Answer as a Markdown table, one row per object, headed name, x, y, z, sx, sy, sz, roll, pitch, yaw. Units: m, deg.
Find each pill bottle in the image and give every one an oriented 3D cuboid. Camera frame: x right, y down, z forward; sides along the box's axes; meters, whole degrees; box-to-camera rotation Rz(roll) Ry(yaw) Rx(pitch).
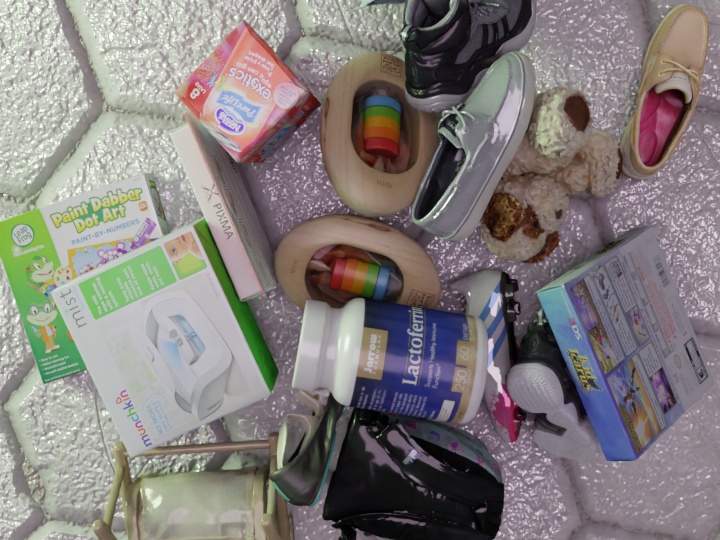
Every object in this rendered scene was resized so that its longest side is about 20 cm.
| name | x | y | z | sx | sy | sz | roll | pitch | yaw |
| --- | --- | --- | --- | --- | --- | --- | --- | --- | --- |
| pill bottle | 0.030 | 0.093 | 0.933 | 0.196 | 0.116 | 0.118 | 9 | 96 | -4 |

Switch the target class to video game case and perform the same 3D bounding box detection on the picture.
| name | x | y | z | sx | sy | sz | roll | pitch | yaw |
| --- | --- | --- | --- | --- | --- | --- | --- | --- | --- |
| video game case | 0.297 | 0.077 | 0.962 | 0.180 | 0.045 | 0.203 | -27 | 95 | -38 |

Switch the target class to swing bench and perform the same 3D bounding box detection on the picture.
| name | x | y | z | sx | sy | sz | roll | pitch | yaw |
| --- | --- | --- | --- | --- | --- | --- | --- | --- | --- |
| swing bench | -0.180 | 0.308 | 1.002 | 0.195 | 0.131 | 0.203 | -3 | 125 | 1 |

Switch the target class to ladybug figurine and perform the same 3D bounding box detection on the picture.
| name | x | y | z | sx | sy | sz | roll | pitch | yaw |
| --- | --- | --- | --- | --- | --- | --- | --- | --- | --- |
| ladybug figurine | 0.016 | -0.147 | 0.956 | 0.133 | 0.072 | 0.203 | 14 | 65 | -15 |
| ladybug figurine | 0.000 | 0.000 | 0.994 | 0.197 | 0.072 | 0.138 | 18 | 113 | -6 |

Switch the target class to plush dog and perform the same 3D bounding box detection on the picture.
| name | x | y | z | sx | sy | sz | roll | pitch | yaw |
| --- | --- | --- | --- | --- | --- | --- | --- | --- | --- |
| plush dog | 0.181 | -0.096 | 0.955 | 0.159 | 0.199 | 0.175 | 16 | 86 | 33 |

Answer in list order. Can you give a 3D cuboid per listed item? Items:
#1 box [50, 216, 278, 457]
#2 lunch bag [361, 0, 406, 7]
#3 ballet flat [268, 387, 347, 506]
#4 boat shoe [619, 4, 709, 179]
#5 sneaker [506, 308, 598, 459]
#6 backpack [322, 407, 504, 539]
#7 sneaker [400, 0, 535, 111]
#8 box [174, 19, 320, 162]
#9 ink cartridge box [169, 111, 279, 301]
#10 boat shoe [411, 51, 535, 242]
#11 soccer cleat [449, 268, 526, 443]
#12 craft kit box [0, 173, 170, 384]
| name | x | y | z | sx | sy | sz | roll | pitch | yaw |
| --- | --- | --- | --- | --- | --- | --- | --- | --- | --- |
| box | -0.211 | 0.070 | 0.963 | 0.174 | 0.097 | 0.203 | -23 | 98 | 3 |
| lunch bag | 0.068 | -0.394 | 0.938 | 0.197 | 0.127 | 0.172 | -21 | 95 | -7 |
| ballet flat | -0.048 | 0.163 | 0.971 | 0.068 | 0.202 | 0.068 | 30 | 139 | -9 |
| boat shoe | 0.348 | -0.200 | 0.972 | 0.072 | 0.069 | 0.204 | 15 | 96 | 0 |
| sneaker | 0.231 | 0.130 | 0.992 | 0.074 | 0.201 | 0.115 | -2 | 52 | 33 |
| backpack | 0.070 | 0.239 | 0.997 | 0.197 | 0.127 | 0.170 | 17 | 107 | -1 |
| sneaker | 0.113 | -0.264 | 0.903 | 0.075 | 0.115 | 0.200 | 28 | 64 | 35 |
| box | -0.113 | -0.182 | 0.925 | 0.103 | 0.200 | 0.095 | -44 | 94 | 6 |
| ink cartridge box | -0.150 | -0.066 | 0.949 | 0.044 | 0.176 | 0.203 | -23 | 94 | 4 |
| boat shoe | 0.110 | -0.128 | 0.876 | 0.071 | 0.070 | 0.204 | 14 | 104 | -35 |
| soccer cleat | 0.147 | 0.099 | 1.017 | 0.085 | 0.070 | 0.204 | -3 | 95 | 21 |
| craft kit box | -0.311 | 0.009 | 1.030 | 0.197 | 0.049 | 0.201 | -18 | 92 | 3 |
